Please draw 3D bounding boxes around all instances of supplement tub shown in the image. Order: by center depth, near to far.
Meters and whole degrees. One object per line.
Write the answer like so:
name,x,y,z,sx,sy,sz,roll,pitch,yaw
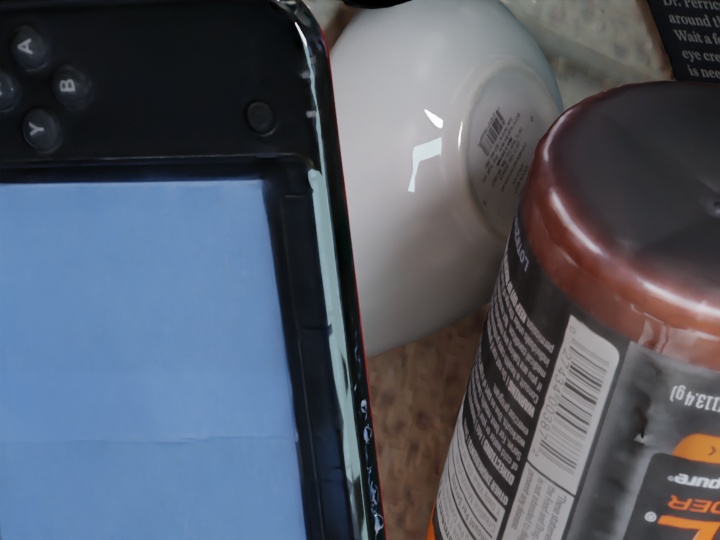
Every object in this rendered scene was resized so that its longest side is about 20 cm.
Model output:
supplement tub,0.077,0.054,0.820,0.107,0.107,0.200,-25,142,-37

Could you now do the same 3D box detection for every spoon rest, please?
spoon rest,0.000,0.000,0.822,0.099,0.061,0.200,59,46,-32

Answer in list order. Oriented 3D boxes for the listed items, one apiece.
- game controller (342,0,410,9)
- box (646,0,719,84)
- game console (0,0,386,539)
game controller,-0.047,-0.135,0.759,0.200,0.042,0.104,14,87,-43
box,0.180,-0.144,0.912,0.197,0.117,0.200,-42,123,-29
game console,-0.095,0.044,0.696,0.119,0.172,0.200,-37,123,-63
